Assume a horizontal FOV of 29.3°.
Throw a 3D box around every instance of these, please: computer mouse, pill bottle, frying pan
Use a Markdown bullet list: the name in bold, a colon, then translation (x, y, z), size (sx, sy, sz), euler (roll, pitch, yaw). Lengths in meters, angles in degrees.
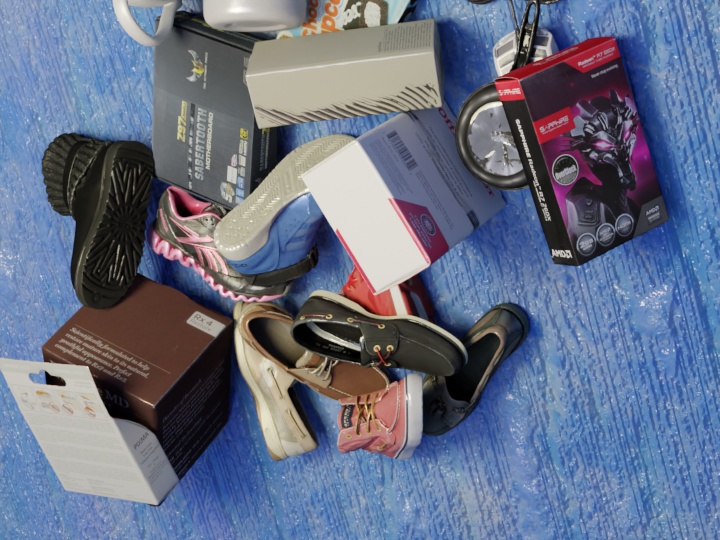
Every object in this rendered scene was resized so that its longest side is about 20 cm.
- **computer mouse**: translation (0.172, -0.211, 1.418), size (0.109, 0.044, 0.201), euler (-8, 99, 24)
- **pill bottle**: translation (-0.112, -0.358, 1.453), size (0.110, 0.111, 0.201), euler (1, 92, 27)
- **frying pan**: translation (0.166, -0.165, 1.394), size (0.115, 0.031, 0.190), euler (37, 117, 10)

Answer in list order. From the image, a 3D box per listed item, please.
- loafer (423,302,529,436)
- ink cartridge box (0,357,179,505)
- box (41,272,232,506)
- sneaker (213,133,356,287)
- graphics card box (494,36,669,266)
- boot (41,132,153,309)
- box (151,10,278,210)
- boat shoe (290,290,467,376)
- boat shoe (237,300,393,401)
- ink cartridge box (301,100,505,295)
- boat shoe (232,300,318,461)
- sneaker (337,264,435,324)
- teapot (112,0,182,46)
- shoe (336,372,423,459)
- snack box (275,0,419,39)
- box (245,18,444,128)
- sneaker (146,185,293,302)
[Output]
- **loafer**: translation (0.113, 0.118, 1.555), size (0.072, 0.063, 0.200), euler (39, 121, 9)
- **ink cartridge box**: translation (-0.313, 0.173, 1.573), size (0.160, 0.047, 0.201), euler (2, 124, 37)
- **box**: translation (-0.267, 0.141, 1.667), size (0.165, 0.164, 0.201), euler (25, 138, 18)
- **sneaker**: translation (-0.066, -0.062, 1.565), size (0.077, 0.200, 0.111), euler (42, 170, 37)
- **graphics card box**: translation (0.222, -0.118, 1.372), size (0.051, 0.125, 0.201), euler (10, 121, 63)
- **boot**: translation (-0.330, -0.062, 1.655), size (0.157, 0.079, 0.212), euler (6, 79, 43)
- **box**: translation (-0.167, -0.180, 1.574), size (0.157, 0.051, 0.201), euler (24, 122, 31)
- **boat shoe**: translation (0.019, 0.082, 1.528), size (0.201, 0.063, 0.074), euler (17, 135, 17)
- **boat shoe**: translation (-0.055, 0.103, 1.604), size (0.199, 0.072, 0.076), euler (25, 92, -3)
- **ink cartridge box**: translation (0.050, -0.084, 1.434), size (0.084, 0.200, 0.145), euler (-29, 94, 35)
- **boat shoe**: translation (-0.103, 0.129, 1.670), size (0.065, 0.072, 0.201), euler (-16, 92, 9)
- **sneaker**: translation (0.000, 0.000, 1.562), size (0.115, 0.078, 0.201), euler (-13, 101, 29)
- **teapot**: translation (-0.253, -0.376, 1.497), size (0.200, 0.146, 0.198), euler (34, 113, 17)
- **shoe**: translation (0.020, 0.167, 1.553), size (0.091, 0.200, 0.072), euler (3, 67, -3)
- **snack box**: translation (-0.008, -0.284, 1.483), size (0.116, 0.037, 0.200), euler (37, 121, 11)
- **box**: translation (-0.014, -0.206, 1.440), size (0.199, 0.082, 0.069), euler (-6, 124, 10)
- **sneaker**: translation (-0.163, -0.036, 1.627), size (0.199, 0.079, 0.096), euler (27, 124, 14)
